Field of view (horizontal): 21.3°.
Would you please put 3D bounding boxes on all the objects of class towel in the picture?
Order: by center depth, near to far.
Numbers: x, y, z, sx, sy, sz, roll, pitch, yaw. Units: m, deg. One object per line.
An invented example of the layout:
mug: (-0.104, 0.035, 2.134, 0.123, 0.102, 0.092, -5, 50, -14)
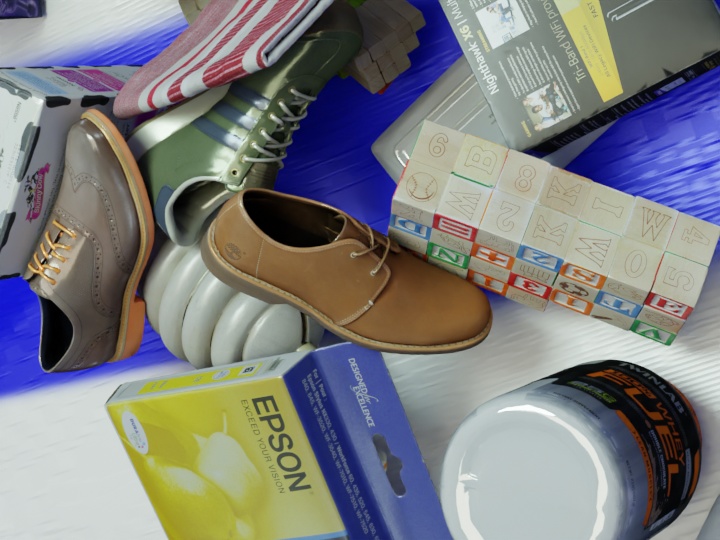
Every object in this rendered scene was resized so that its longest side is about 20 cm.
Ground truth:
towel: (-0.073, -0.163, 1.240, 0.023, 0.144, 0.200, 49, 152, -19)

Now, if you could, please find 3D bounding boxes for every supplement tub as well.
supplement tub: (0.141, 0.123, 1.206, 0.122, 0.200, 0.123, 3, 97, 26)

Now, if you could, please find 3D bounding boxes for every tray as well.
tray: (0.100, -0.107, 1.300, 0.200, 0.022, 0.107, -43, 78, 24)

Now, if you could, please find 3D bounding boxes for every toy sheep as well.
toy sheep: (-0.086, 0.014, 1.349, 0.200, 0.138, 0.138, 43, 114, 34)

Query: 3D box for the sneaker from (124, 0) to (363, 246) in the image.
sneaker: (-0.068, -0.088, 1.264, 0.200, 0.067, 0.090, -32, 65, 26)

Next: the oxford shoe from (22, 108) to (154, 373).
oxford shoe: (-0.188, -0.013, 1.300, 0.071, 0.073, 0.200, 33, 132, 40)

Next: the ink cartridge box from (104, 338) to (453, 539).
ink cartridge box: (-0.051, 0.153, 1.316, 0.200, 0.047, 0.198, -10, 113, 29)

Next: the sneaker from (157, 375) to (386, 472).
sneaker: (-0.067, 0.116, 1.379, 0.200, 0.078, 0.080, 29, 120, 10)

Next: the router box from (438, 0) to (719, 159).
router box: (0.131, -0.193, 1.237, 0.157, 0.052, 0.200, -26, 81, 14)

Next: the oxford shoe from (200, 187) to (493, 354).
oxford shoe: (0.000, 0.000, 1.236, 0.200, 0.071, 0.071, 18, 142, -13)

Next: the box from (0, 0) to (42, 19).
box: (-0.332, -0.257, 1.401, 0.104, 0.200, 0.148, 2, 98, 26)

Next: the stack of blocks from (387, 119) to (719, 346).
stack of blocks: (0.121, -0.019, 1.237, 0.200, 0.115, 0.059, 20, 73, 6)

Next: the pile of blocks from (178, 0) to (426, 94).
pile of blocks: (-0.036, -0.164, 1.351, 0.200, 0.082, 0.062, 14, 145, 34)

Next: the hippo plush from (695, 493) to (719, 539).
hippo plush: (0.227, 0.220, 1.195, 0.200, 0.161, 0.160, 10, 101, 25)

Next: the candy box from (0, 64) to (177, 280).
candy box: (-0.207, -0.074, 1.359, 0.061, 0.200, 0.137, 27, 107, 21)
